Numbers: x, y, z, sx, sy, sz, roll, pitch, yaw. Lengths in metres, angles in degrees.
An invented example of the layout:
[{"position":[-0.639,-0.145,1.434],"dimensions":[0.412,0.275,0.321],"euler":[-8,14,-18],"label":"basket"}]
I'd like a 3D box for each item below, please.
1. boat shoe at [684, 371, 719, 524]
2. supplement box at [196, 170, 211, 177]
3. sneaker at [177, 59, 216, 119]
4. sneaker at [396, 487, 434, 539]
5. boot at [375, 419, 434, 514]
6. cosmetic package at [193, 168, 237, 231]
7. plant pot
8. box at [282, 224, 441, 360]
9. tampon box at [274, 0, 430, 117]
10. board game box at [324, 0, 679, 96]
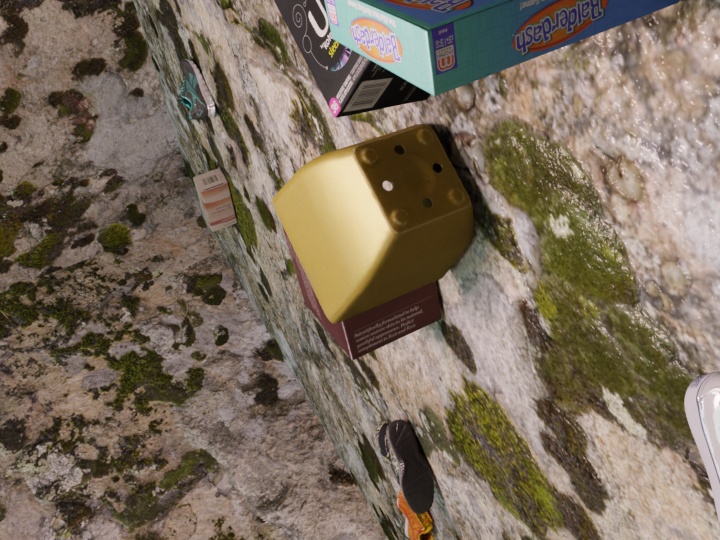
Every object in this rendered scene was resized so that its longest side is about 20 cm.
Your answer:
[{"position":[0.315,0.175,0.555],"dimensions":[0.200,0.073,0.065],"euler":[64,168,4],"label":"boat shoe"},{"position":[-0.538,-0.263,2.678],"dimensions":[0.201,0.069,0.067],"euler":[70,164,-6],"label":"supplement box"},{"position":[-0.498,-0.529,2.130],"dimensions":[0.200,0.091,0.078],"euler":[63,163,12],"label":"sneaker"},{"position":[0.138,0.575,1.724],"dimensions":[0.077,0.073,0.200],"euler":[16,135,41],"label":"sneaker"},{"position":[0.095,0.427,1.614],"dimensions":[0.154,0.073,0.204],"euler":[142,110,-76],"label":"boot"},{"position":[-0.505,-0.244,2.537],"dimensions":[0.087,0.103,0.200],"euler":[56,162,35],"label":"cosmetic package"},{"position":[0.031,-0.076,0.923],"dimensions":[0.196,0.194,0.200],"euler":[64,155,9],"label":"plant pot"},{"position":[0.000,0.000,1.146],"dimensions":[0.200,0.166,0.165],"euler":[44,152,55],"label":"box"},{"position":[0.008,-0.285,0.730],"dimensions":[0.200,0.126,0.150],"euler":[62,146,14],"label":"tampon box"},{"position":[0.095,-0.195,0.511],"dimensions":[0.152,0.200,0.045],"euler":[48,156,49],"label":"board game box"}]
